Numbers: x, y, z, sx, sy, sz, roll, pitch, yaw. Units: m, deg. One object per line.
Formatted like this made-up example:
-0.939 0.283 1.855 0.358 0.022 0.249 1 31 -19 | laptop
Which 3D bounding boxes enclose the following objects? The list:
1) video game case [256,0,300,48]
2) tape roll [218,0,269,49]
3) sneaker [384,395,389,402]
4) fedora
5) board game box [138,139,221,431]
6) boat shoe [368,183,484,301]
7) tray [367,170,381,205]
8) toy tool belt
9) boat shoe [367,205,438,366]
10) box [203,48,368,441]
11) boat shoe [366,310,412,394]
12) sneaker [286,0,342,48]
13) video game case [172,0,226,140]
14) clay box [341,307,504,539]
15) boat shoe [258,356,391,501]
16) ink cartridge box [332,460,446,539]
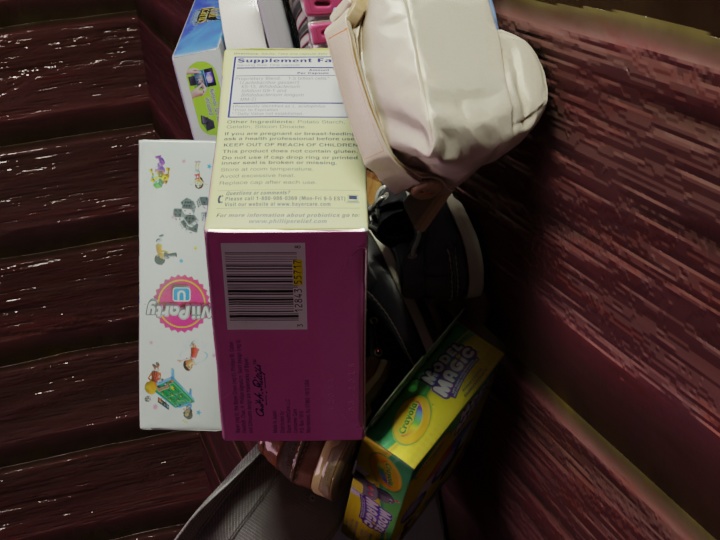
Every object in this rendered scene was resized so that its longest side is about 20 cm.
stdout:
-0.066 -0.227 1.181 0.182 0.023 0.201 -94 -7 -51 | video game case
-0.089 -0.201 1.204 0.203 0.037 0.204 -11 -90 -85 | tape roll
-0.045 0.100 1.162 0.083 0.199 0.072 -55 6 30 | sneaker
-0.070 0.197 1.036 0.177 0.090 0.200 -56 -6 30 | fedora
-0.124 0.007 0.984 0.148 0.064 0.202 -92 3 -86 | board game box
0.032 -0.048 0.986 0.200 0.062 0.073 -114 16 -49 | boat shoe
-0.050 -0.017 1.187 0.200 0.037 0.099 -20 55 55 | tray
0.029 -0.135 0.814 0.123 0.124 0.201 129 131 -62 | toy tool belt
0.000 0.000 1.050 0.201 0.062 0.073 61 -175 16 | boat shoe
-0.044 -0.020 0.879 0.201 0.096 0.177 -90 1 -49 | box
0.009 0.030 1.153 0.202 0.063 0.074 -114 16 -48 | boat shoe
-0.020 -0.188 1.089 0.088 0.073 0.201 -104 7 -59 | sneaker
-0.119 -0.147 1.228 0.200 0.045 0.182 -89 -11 -62 | video game case
0.044 0.122 0.960 0.047 0.115 0.200 34 150 14 | clay box
-0.022 0.101 0.973 0.200 0.067 0.072 -49 -22 -73 | boat shoe
-0.019 0.221 1.234 0.200 0.146 0.084 171 88 -75 | ink cartridge box
